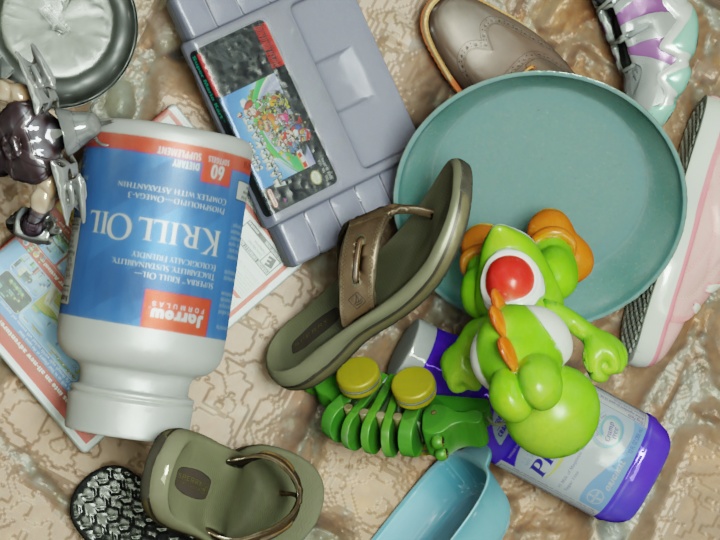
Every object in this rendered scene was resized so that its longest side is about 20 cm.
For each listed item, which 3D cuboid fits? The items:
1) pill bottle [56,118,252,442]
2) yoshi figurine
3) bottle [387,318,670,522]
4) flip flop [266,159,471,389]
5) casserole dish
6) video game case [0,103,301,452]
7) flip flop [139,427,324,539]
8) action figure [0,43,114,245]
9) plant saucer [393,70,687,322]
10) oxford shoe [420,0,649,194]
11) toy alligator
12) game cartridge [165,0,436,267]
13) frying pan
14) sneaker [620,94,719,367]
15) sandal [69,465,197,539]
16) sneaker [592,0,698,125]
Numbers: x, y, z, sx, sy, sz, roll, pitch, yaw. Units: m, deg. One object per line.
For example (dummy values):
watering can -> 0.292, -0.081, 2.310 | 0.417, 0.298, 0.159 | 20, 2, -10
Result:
pill bottle -> -0.137, 0.008, 1.400 | 0.111, 0.112, 0.202 | 8, 88, -12
yoshi figurine -> 0.112, 0.050, 1.390 | 0.111, 0.200, 0.113 | 23, 120, -10
bottle -> 0.115, 0.099, 1.496 | 0.199, 0.065, 0.084 | 29, 92, -10
flip flop -> 0.000, 0.000, 1.426 | 0.057, 0.081, 0.200 | 38, 116, -23
casserole dish -> 0.034, 0.206, 1.451 | 0.039, 0.121, 0.200 | 39, 85, -16
video game case -> -0.158, 0.005, 1.462 | 0.200, 0.017, 0.143 | -41, 98, -10
flip flop -> -0.073, 0.146, 1.406 | 0.057, 0.200, 0.082 | 3, 76, 27
action figure -> -0.248, -0.072, 1.374 | 0.199, 0.069, 0.131 | -15, 85, 13
plant saucer -> 0.122, -0.053, 1.465 | 0.198, 0.036, 0.201 | 2, 121, 4
oxford shoe -> 0.127, -0.125, 1.495 | 0.200, 0.073, 0.071 | 40, 82, -9
toy alligator -> 0.042, 0.104, 1.438 | 0.199, 0.060, 0.054 | 10, 49, 25
game cartridge -> -0.039, -0.117, 1.471 | 0.129, 0.038, 0.201 | -28, 96, -25
frying pan -> -0.239, -0.154, 1.441 | 0.189, 0.031, 0.116 | -21, 93, -14
sneaker -> 0.258, -0.015, 1.522 | 0.104, 0.075, 0.201 | 21, 82, -7
sandal -> -0.117, 0.213, 1.463 | 0.075, 0.045, 0.200 | -42, 84, -15
sneaker -> 0.165, -0.201, 1.508 | 0.139, 0.078, 0.202 | 9, 79, -11
